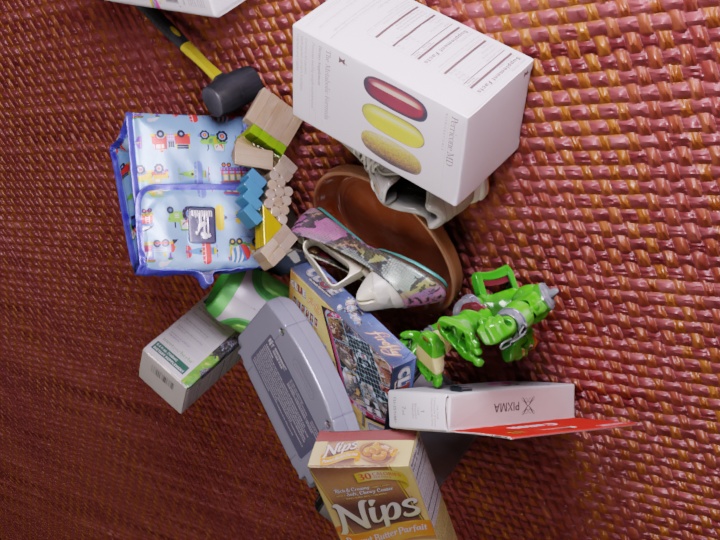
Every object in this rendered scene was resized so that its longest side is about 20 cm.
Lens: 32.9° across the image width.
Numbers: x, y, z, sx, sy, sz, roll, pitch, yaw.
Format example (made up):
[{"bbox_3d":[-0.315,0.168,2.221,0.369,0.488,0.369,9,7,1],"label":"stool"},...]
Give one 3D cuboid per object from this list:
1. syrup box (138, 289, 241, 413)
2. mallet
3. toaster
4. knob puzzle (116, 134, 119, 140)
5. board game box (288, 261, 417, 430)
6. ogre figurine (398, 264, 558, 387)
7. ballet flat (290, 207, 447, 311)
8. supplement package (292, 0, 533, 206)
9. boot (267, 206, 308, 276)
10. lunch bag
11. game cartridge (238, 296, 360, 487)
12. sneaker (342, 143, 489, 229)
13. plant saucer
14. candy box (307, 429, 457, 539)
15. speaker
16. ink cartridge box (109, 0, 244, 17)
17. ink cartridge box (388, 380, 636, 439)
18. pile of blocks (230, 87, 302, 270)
[{"bbox_3d":[-0.189,0.084,1.588,0.079,0.200,0.082,40,147,11],"label":"syrup box"},{"bbox_3d":[-0.202,-0.247,1.390,0.200,0.066,0.041,38,147,15],"label":"mallet"},{"bbox_3d":[0.052,0.220,1.477,0.118,0.181,0.200,37,145,7],"label":"toaster"},{"bbox_3d":[-0.268,-0.115,1.632,0.219,0.030,0.220,30,143,26],"label":"knob puzzle"},{"bbox_3d":[-0.015,0.098,1.368,0.200,0.034,0.136,43,140,39],"label":"board game box"},{"bbox_3d":[0.126,0.055,1.261,0.098,0.120,0.200,56,152,15],"label":"ogre figurine"},{"bbox_3d":[0.000,0.000,1.335,0.200,0.071,0.069,31,157,25],"label":"ballet flat"},{"bbox_3d":[0.045,-0.171,1.146,0.200,0.109,0.114,31,143,24],"label":"supplement package"},{"bbox_3d":[-0.130,-0.020,1.531,0.097,0.075,0.200,52,145,-1],"label":"boot"},{"bbox_3d":[-0.196,-0.072,1.405,0.094,0.150,0.201,134,129,-57],"label":"lunch bag"},{"bbox_3d":[-0.070,0.137,1.400,0.201,0.041,0.133,62,147,15],"label":"game cartridge"},{"bbox_3d":[0.029,-0.114,1.240,0.200,0.092,0.076,31,144,25],"label":"sneaker"},{"bbox_3d":[0.033,-0.037,1.352,0.200,0.032,0.201,34,151,22],"label":"plant saucer"},{"bbox_3d":[0.029,0.259,1.329,0.115,0.055,0.201,-4,130,20],"label":"candy box"},{"bbox_3d":[-0.089,0.066,1.512,0.199,0.089,0.088,32,149,-14],"label":"speaker"},{"bbox_3d":[-0.211,-0.355,1.275,0.199,0.085,0.145,16,135,37],"label":"ink cartridge box"},{"bbox_3d":[0.158,0.142,1.269,0.173,0.199,0.044,-4,86,49],"label":"ink cartridge box"},{"bbox_3d":[-0.115,-0.097,1.352,0.062,0.082,0.201,-24,60,58],"label":"pile of blocks"}]
